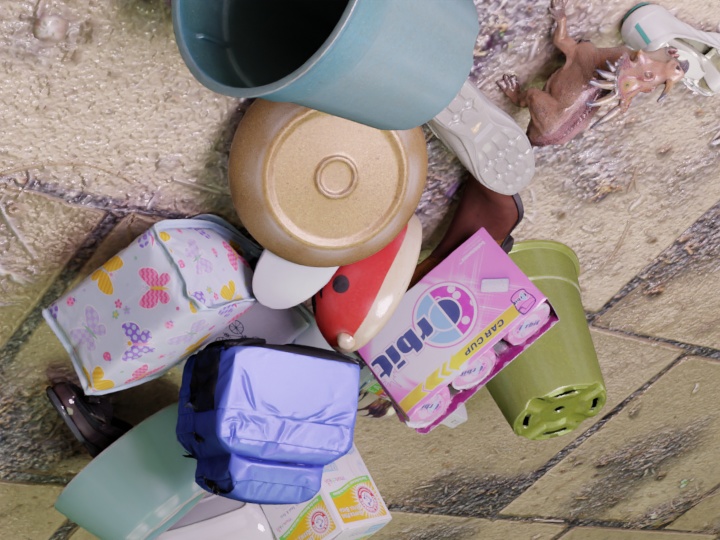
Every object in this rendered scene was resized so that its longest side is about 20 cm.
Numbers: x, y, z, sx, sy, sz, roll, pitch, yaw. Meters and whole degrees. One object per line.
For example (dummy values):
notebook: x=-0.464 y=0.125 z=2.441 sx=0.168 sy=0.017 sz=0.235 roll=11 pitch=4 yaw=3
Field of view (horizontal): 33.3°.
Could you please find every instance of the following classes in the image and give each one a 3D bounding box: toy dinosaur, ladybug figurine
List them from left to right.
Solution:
ladybug figurine: x=0.000 y=0.000 z=1.267 sx=0.072 sy=0.201 sz=0.136 roll=37 pitch=130 yaw=-19
toy dinosaur: x=0.210 y=-0.167 z=1.177 sx=0.085 sy=0.136 sz=0.200 roll=7 pitch=137 yaw=-34

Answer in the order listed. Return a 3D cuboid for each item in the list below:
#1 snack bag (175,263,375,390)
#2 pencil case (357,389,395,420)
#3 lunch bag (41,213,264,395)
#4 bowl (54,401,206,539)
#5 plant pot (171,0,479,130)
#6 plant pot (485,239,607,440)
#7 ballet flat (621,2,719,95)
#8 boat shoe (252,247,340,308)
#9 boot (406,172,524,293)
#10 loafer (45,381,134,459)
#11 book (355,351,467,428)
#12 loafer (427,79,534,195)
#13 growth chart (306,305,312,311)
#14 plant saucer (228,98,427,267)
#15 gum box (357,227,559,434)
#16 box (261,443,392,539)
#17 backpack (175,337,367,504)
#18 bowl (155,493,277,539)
snack bag: x=-0.105 y=0.108 z=1.377 sx=0.200 sy=0.021 sz=0.189 roll=42 pitch=123 yaw=-2
pencil case: x=-0.025 y=0.128 z=1.479 sx=0.089 sy=0.078 sz=0.199 roll=-29 pitch=147 yaw=29
lunch bag: x=-0.199 y=0.030 z=1.244 sx=0.169 sy=0.128 sz=0.200 roll=-35 pitch=169 yaw=21
bowl: x=-0.260 y=0.263 z=1.467 sx=0.200 sy=0.105 sz=0.201 roll=-40 pitch=170 yaw=-8
plant pot: x=-0.014 y=-0.209 z=0.975 sx=0.200 sy=0.201 sz=0.195 roll=-38 pitch=149 yaw=24
plant pot: x=0.212 y=0.098 z=1.486 sx=0.198 sy=0.191 sz=0.201 roll=-13 pitch=144 yaw=-10
ballet flat: x=0.344 y=-0.215 z=1.243 sx=0.199 sy=0.070 sz=0.069 roll=14 pitch=133 yaw=-39
boat shoe: x=-0.041 y=-0.051 z=1.225 sx=0.072 sy=0.066 sz=0.201 roll=31 pitch=97 yaw=-15
boot: x=0.082 y=-0.018 z=1.326 sx=0.199 sy=0.069 sz=0.189 roll=-36 pitch=161 yaw=-17
loafer: x=-0.318 y=0.173 z=1.439 sx=0.063 sy=0.072 sz=0.200 roll=-34 pitch=154 yaw=-12
book: x=0.047 y=0.108 z=1.464 sx=0.048 sy=0.134 sz=0.199 roll=-34 pitch=143 yaw=22
loafer: x=0.110 y=-0.147 z=1.200 sx=0.070 sy=0.070 sz=0.200 roll=-41 pitch=133 yaw=6
growth chart: x=-0.098 y=0.101 z=1.484 sx=0.144 sy=0.018 sz=0.201 roll=-21 pitch=145 yaw=0
plant saucer: x=-0.026 y=-0.093 z=1.155 sx=0.198 sy=0.035 sz=0.202 roll=-5 pitch=110 yaw=-13
gum box: x=0.096 y=0.067 z=1.279 sx=0.200 sy=0.114 sz=0.066 roll=-41 pitch=148 yaw=3
box: x=-0.066 y=0.261 z=1.538 sx=0.101 sy=0.201 sz=0.112 roll=-41 pitch=155 yaw=27
backpack: x=-0.114 y=0.153 z=1.254 sx=0.161 sy=0.169 sz=0.200 roll=17 pitch=170 yaw=-23
bowl: x=-0.197 y=0.312 z=1.580 sx=0.198 sy=0.201 sz=0.075 roll=-16 pitch=120 yaw=2
